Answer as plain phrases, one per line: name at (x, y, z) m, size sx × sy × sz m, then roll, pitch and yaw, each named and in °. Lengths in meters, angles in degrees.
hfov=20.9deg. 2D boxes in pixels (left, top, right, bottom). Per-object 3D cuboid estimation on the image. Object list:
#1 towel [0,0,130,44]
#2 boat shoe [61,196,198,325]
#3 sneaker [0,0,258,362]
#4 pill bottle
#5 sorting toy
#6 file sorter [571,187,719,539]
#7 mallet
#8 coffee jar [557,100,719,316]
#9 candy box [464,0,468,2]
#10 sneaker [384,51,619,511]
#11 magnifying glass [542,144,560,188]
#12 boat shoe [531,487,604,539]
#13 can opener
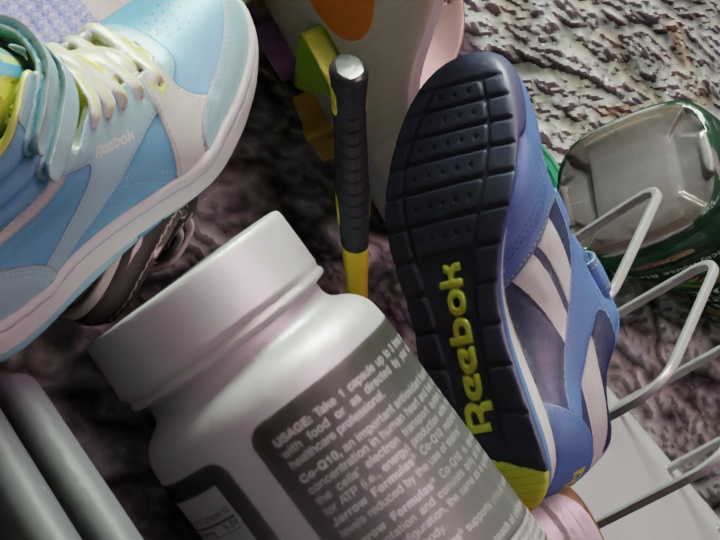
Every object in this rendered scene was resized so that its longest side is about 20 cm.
towel at (-0.172, -0.117, 0.794) m, size 0.147 × 0.024 × 0.200 m, roll 50°, pitch 53°, yaw -10°
boat shoe at (-0.086, -0.046, 0.848) m, size 0.057 × 0.067 × 0.200 m, roll 32°, pitch 38°, yaw -24°
sneaker at (-0.108, -0.067, 0.724) m, size 0.079 × 0.131 × 0.200 m, roll 26°, pitch 60°, yaw 19°
pill bottle at (-0.012, 0.082, 0.790) m, size 0.200 × 0.114 × 0.114 m, roll 54°, pitch 34°, yaw -4°
sorting toy at (0.014, -0.081, 0.957) m, size 0.200 × 0.107 × 0.180 m, roll -14°, pitch 84°, yaw -84°
file sorter at (0.150, 0.083, 0.979) m, size 0.200 × 0.124 × 0.139 m, roll 49°, pitch 35°, yaw -11°
mallet at (0.000, 0.000, 0.829) m, size 0.041 × 0.200 × 0.066 m, roll -10°, pitch 51°, yaw -7°
coffee jar at (0.207, -0.029, 1.143) m, size 0.200 × 0.104 × 0.085 m, roll 19°, pitch 56°, yaw -51°
candy box at (0.034, -0.260, 1.070) m, size 0.072 × 0.168 × 0.200 m, roll -28°, pitch 84°, yaw -24°
sneaker at (0.066, 0.004, 0.858) m, size 0.082 × 0.074 × 0.200 m, roll -8°, pitch 92°, yaw -46°
magnifying glass at (0.052, -0.084, 1.087) m, size 0.200 × 0.022 × 0.080 m, roll 42°, pitch 37°, yaw -18°
boat shoe at (0.097, 0.194, 0.883) m, size 0.069 × 0.071 × 0.200 m, roll -28°, pitch 93°, yaw -29°
can opener at (-0.088, 0.100, 0.676) m, size 0.053 × 0.067 × 0.200 m, roll 9°, pitch 28°, yaw -47°
